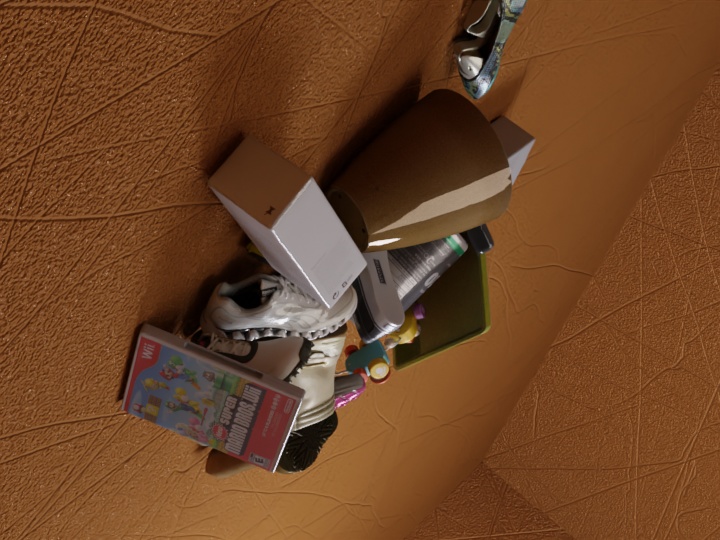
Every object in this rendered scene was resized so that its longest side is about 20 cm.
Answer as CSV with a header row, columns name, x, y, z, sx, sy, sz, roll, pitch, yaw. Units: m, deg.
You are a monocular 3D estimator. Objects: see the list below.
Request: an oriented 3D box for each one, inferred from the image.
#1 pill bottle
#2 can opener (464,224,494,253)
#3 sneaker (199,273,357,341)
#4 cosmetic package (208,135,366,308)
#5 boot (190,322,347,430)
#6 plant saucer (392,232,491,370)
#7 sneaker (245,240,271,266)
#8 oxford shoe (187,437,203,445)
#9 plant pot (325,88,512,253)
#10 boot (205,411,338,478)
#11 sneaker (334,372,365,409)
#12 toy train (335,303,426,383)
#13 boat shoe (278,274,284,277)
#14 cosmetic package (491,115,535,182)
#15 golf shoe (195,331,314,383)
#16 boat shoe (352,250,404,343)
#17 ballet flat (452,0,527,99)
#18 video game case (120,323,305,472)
name,x,y,z,sx,sy,sz,roll,pitch,yaw
pill bottle,0.051,-0.006,1.898,0.200,0.113,0.113,-44,163,2
can opener,0.128,-0.110,1.849,0.066,0.201,0.053,-29,-157,7
sneaker,-0.093,0.039,1.568,0.198,0.076,0.081,-9,142,-22
cosmetic package,-0.076,-0.049,1.411,0.071,0.101,0.200,-50,151,-9
boot,-0.119,0.134,1.644,0.198,0.073,0.157,-7,128,-19
plant saucer,0.128,0.036,1.968,0.048,0.202,0.199,19,148,-37
sneaker,-0.065,-0.042,1.608,0.081,0.074,0.200,-60,164,12
oxford shoe,-0.212,0.184,1.664,0.071,0.074,0.200,-52,163,0
plant pot,0.059,-0.108,1.664,0.199,0.187,0.187,-29,155,-24
boot,-0.144,0.263,1.855,0.199,0.067,0.175,-23,-177,31
sneaker,-0.092,0.150,1.769,0.198,0.089,0.081,-4,164,-4
toy train,0.025,0.097,1.956,0.201,0.149,0.056,-55,131,-25
boat shoe,-0.107,0.051,1.680,0.200,0.071,0.069,-49,163,-6
cosmetic package,0.183,-0.155,2.032,0.200,0.071,0.102,-35,156,-45
golf shoe,-0.150,0.112,1.520,0.199,0.088,0.077,-22,-152,22
boat shoe,0.000,0.000,1.709,0.068,0.202,0.071,-34,151,32
ballet flat,0.156,-0.307,1.689,0.074,0.074,0.201,-36,155,-43
video game case,-0.173,0.150,1.499,0.018,0.198,0.144,-67,180,-48
